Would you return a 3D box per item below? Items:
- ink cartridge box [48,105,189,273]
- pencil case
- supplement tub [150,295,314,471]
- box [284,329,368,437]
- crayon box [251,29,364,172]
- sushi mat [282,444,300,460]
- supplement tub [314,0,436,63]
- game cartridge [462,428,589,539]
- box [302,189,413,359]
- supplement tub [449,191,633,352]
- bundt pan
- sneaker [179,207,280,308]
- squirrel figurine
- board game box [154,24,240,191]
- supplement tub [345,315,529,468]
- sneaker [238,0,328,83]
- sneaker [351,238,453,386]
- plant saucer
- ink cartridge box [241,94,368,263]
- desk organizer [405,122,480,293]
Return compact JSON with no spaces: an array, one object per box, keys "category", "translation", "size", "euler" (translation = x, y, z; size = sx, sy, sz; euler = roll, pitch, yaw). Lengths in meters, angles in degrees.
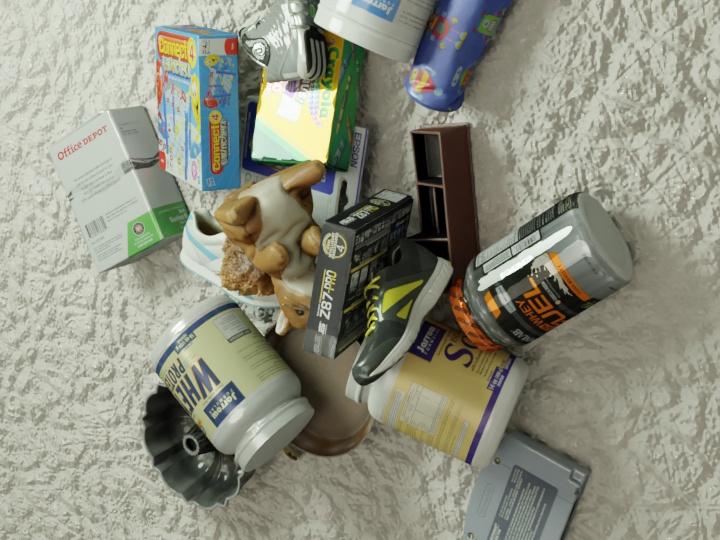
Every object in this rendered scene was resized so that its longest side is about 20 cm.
[{"category":"ink cartridge box","translation":[-0.348,-0.120,1.812],"size":[0.145,0.084,0.203],"euler":[-23,89,34]},{"category":"pencil case","translation":[0.123,-0.284,1.479],"size":[0.078,0.086,0.202],"euler":[48,123,40]},{"category":"supplement tub","translation":[-0.169,0.150,1.654],"size":[0.200,0.144,0.145],"euler":[48,122,14]},{"category":"box","translation":[-0.009,0.107,1.686],"size":[0.143,0.036,0.201],"euler":[43,119,16]},{"category":"crayon box","translation":[-0.064,-0.232,1.587],"size":[0.117,0.058,0.204],"euler":[6,87,29]},{"category":"sushi mat","translation":[-0.154,0.188,1.770],"size":[0.012,0.096,0.201],"euler":[-39,78,-5]},{"category":"supplement tub","translation":[0.039,-0.361,1.461],"size":[0.131,0.131,0.203],"euler":[28,103,23]},{"category":"game cartridge","translation":[0.205,0.311,1.603],"size":[0.132,0.041,0.203],"euler":[29,116,28]},{"category":"box","translation":[0.000,0.000,1.516],"size":[0.048,0.200,0.164],"euler":[15,110,18]},{"category":"supplement tub","translation":[0.209,0.008,1.462],"size":[0.199,0.122,0.124],"euler":[-34,84,27]},{"category":"bundt pan","translation":[-0.225,0.243,1.824],"size":[0.199,0.075,0.205],"euler":[12,112,32]},{"category":"sneaker","translation":[-0.159,-0.015,1.684],"size":[0.198,0.076,0.082],"euler":[24,126,18]},{"category":"squirrel figurine","translation":[-0.101,-0.019,1.572],"size":[0.199,0.141,0.189],"euler":[-2,117,61]},{"category":"board game box","translation":[-0.219,-0.222,1.664],"size":[0.199,0.055,0.199],"euler":[-153,59,-62]},{"category":"supplement tub","translation":[0.095,0.141,1.542],"size":[0.197,0.145,0.147],"euler":[24,114,9]},{"category":"sneaker","translation":[-0.106,-0.330,1.548],"size":[0.114,0.075,0.204],"euler":[-8,81,30]},{"category":"sneaker","translation":[0.031,0.047,1.460],"size":[0.084,0.201,0.074],"euler":[37,146,-6]},{"category":"plant saucer","translation":[-0.055,0.152,1.686],"size":[0.197,0.032,0.204],"euler":[9,107,30]},{"category":"ink cartridge box","translation":[-0.076,-0.117,1.668],"size":[0.197,0.047,0.201],"euler":[18,110,26]},{"category":"desk organizer","translation":[0.097,-0.077,1.548],"size":[0.071,0.077,0.204],"euler":[0,102,31]}]
